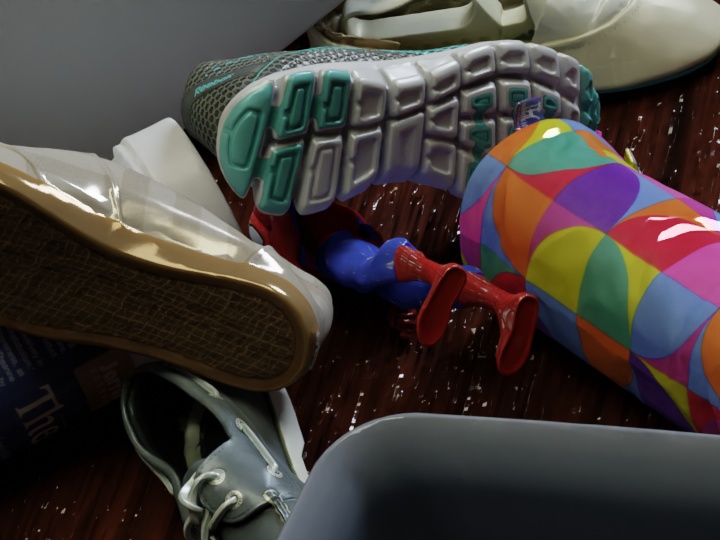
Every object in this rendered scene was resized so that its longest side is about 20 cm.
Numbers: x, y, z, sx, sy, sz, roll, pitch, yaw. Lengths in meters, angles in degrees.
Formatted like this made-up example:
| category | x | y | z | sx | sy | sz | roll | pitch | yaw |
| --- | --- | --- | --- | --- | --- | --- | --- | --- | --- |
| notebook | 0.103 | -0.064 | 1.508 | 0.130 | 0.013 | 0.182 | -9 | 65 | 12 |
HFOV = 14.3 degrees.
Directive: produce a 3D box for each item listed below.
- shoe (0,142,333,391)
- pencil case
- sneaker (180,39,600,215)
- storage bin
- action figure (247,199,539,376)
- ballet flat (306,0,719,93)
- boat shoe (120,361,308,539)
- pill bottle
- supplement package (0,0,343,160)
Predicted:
| category | x | y | z | sx | sy | sz | roll | pitch | yaw |
| --- | --- | --- | --- | --- | --- | --- | --- | --- | --- |
| shoe | -0.104 | -0.006 | 1.151 | 0.200 | 0.070 | 0.053 | 21 | 33 | 9 |
| pencil case | 0.121 | 0.005 | 1.138 | 0.088 | 0.088 | 0.200 | -34 | 42 | -15 |
| sneaker | 0.012 | -0.071 | 1.231 | 0.200 | 0.078 | 0.091 | 0 | 17 | -33 |
| storage bin | 0.077 | 0.149 | 0.952 | 0.200 | 0.134 | 0.146 | 2 | 45 | 28 |
| action figure | 0.000 | 0.000 | 1.210 | 0.200 | 0.065 | 0.052 | 31 | 103 | 60 |
| ballet flat | 0.067 | -0.116 | 1.313 | 0.200 | 0.069 | 0.069 | -5 | 42 | 20 |
| boat shoe | -0.050 | 0.097 | 1.104 | 0.073 | 0.062 | 0.200 | -61 | 27 | 21 |
| pill bottle | -0.149 | 0.017 | 1.225 | 0.200 | 0.111 | 0.111 | -29 | 40 | -8 |
| supplement package | -0.122 | -0.151 | 1.323 | 0.200 | 0.156 | 0.111 | -37 | 35 | 15 |
